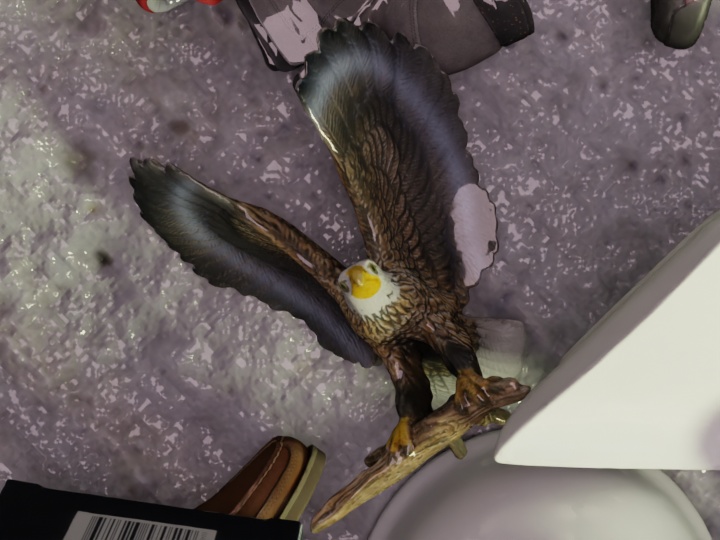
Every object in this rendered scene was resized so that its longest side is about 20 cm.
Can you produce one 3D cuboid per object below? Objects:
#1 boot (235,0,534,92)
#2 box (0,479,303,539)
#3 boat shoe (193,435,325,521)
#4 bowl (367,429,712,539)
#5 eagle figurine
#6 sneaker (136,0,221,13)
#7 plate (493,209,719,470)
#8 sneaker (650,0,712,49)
[{"bbox_3d":[-0.012,-0.171,1.118,0.131,0.070,0.201,-29,88,6],"label":"boot"},{"bbox_3d":[-0.113,0.217,1.053,0.147,0.107,0.201,8,103,0],"label":"box"},{"bbox_3d":[-0.099,0.155,1.125,0.068,0.072,0.200,39,90,-5],"label":"boat shoe"},{"bbox_3d":[0.096,0.183,1.129,0.199,0.090,0.203,0,93,-4],"label":"bowl"},{"bbox_3d":[0.001,-0.003,1.096,0.151,0.151,0.201,-24,75,-27],"label":"eagle figurine"},{"bbox_3d":[-0.059,-0.201,1.058,0.200,0.071,0.113,-38,73,41],"label":"sneaker"},{"bbox_3d":[0.181,0.026,1.063,0.200,0.199,0.032,-48,54,32],"label":"plate"},{"bbox_3d":[0.123,-0.211,1.124,0.115,0.076,0.202,2,83,2],"label":"sneaker"}]
